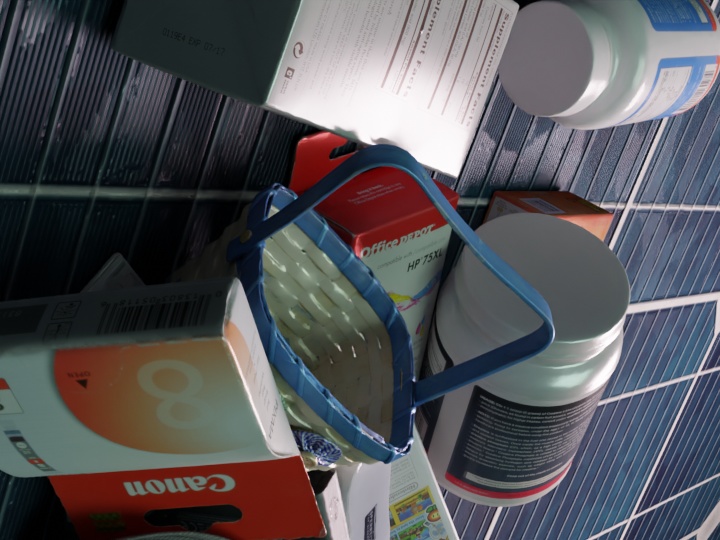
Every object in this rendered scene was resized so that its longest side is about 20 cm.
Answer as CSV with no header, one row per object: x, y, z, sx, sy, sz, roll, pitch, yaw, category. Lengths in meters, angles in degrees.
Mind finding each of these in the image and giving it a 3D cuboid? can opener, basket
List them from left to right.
-0.157,0.163,0.756,0.052,0.066,0.201,-30,143,-37,can opener
-0.008,0.030,0.698,0.199,0.140,0.176,-33,124,22,basket

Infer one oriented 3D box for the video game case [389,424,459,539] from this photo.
-0.028,0.211,0.890,0.198,0.023,0.183,-26,119,-9,video game case

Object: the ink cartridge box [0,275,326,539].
-0.118,0.099,0.643,0.050,0.160,0.202,-80,160,-52,ink cartridge box

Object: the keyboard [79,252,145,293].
-0.129,0.063,0.760,0.056,0.011,0.201,-46,146,-13,keyboard

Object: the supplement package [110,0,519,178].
-0.016,-0.133,0.653,0.199,0.113,0.111,11,101,-58,supplement package

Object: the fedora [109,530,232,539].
-0.131,0.247,0.732,0.177,0.198,0.091,54,28,-37,fedora

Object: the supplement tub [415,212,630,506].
0.116,0.071,0.907,0.140,0.140,0.201,-35,151,-35,supplement tub

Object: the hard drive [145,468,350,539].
-0.067,0.216,0.800,0.033,0.138,0.202,-53,139,-55,hard drive

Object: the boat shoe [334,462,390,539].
-0.021,0.179,0.830,0.073,0.065,0.202,-35,140,-48,boat shoe

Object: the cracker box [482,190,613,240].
0.140,0.031,1.072,0.133,0.057,0.202,-6,121,-52,cracker box

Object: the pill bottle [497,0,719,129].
0.193,-0.169,0.931,0.199,0.112,0.113,-13,127,-50,pill bottle

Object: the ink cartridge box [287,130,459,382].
0.000,0.000,0.835,0.116,0.067,0.202,-23,133,-45,ink cartridge box
